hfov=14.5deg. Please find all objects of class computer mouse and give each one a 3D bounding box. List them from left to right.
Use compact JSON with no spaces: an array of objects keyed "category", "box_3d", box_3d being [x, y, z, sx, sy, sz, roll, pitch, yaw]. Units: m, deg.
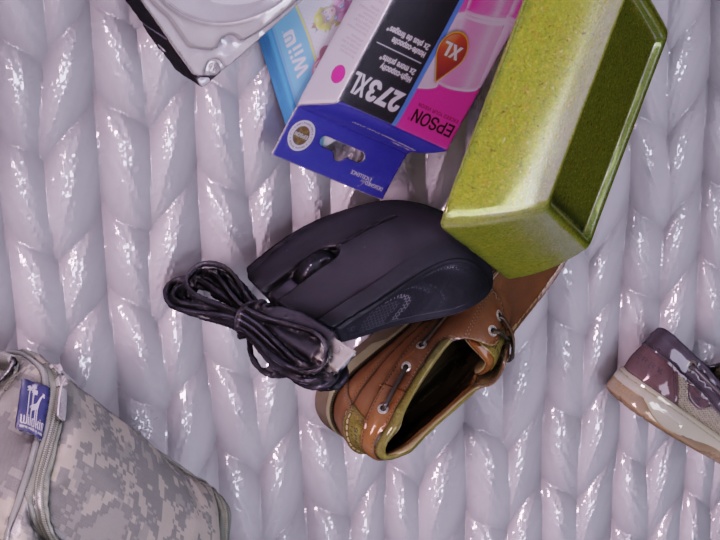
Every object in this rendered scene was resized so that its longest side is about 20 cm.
[{"category":"computer mouse","box_3d":[0.000,0.000,1.621,0.200,0.138,0.053,-19,126,-41]}]

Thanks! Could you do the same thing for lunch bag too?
[{"category":"lunch bag","box_3d":[-0.173,0.153,1.565,0.200,0.139,0.168,41,71,-45]}]

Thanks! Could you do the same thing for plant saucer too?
[{"category":"plant saucer","box_3d":[0.122,-0.095,1.615,0.200,0.048,0.200,32,78,-74]}]

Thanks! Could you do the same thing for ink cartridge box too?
[{"category":"ink cartridge box","box_3d":[0.035,-0.134,1.599,0.095,0.037,0.200,21,103,-43]}]

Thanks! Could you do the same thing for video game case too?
[{"category":"video game case","box_3d":[0.028,-0.170,1.607,0.200,0.018,0.143,-33,132,-19]}]

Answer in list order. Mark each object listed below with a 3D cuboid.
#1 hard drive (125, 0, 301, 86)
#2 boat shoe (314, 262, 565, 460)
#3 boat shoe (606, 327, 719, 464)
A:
[{"category":"hard drive","box_3d":[-0.087,-0.211,1.465,0.140,0.038,0.200,-42,127,-11]},{"category":"boat shoe","box_3d":[0.067,0.042,1.728,0.200,0.068,0.072,-45,133,-9]},{"category":"boat shoe","box_3d":[0.249,0.093,1.904,0.200,0.072,0.065,26,103,-38]}]
